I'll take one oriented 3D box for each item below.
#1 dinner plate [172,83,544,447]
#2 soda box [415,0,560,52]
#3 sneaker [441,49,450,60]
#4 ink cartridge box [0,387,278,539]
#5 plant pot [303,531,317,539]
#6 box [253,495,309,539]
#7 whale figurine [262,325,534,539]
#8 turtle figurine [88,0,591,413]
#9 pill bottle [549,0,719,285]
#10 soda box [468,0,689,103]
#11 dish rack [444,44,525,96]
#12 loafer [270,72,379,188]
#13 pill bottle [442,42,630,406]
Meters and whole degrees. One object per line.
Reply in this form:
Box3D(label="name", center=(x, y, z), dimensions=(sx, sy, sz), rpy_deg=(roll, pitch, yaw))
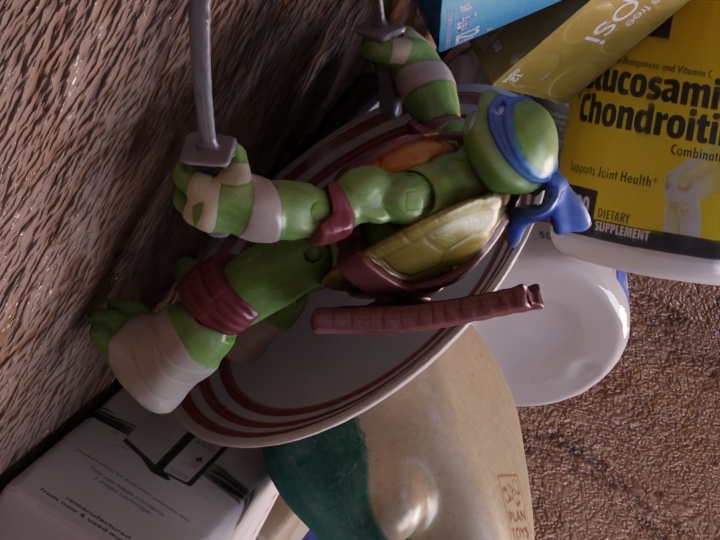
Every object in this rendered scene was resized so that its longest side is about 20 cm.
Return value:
Box3D(label="dinner plate", center=(0.000, 0.000, 0.995), dimensions=(0.199, 0.024, 0.201), rpy_deg=(-28, -145, 22))
Box3D(label="soda box", center=(0.051, -0.153, 0.925), dimensions=(0.067, 0.065, 0.200), rpy_deg=(-22, 171, -3))
Box3D(label="sneaker", center=(0.107, -0.124, 1.479), dimensions=(0.079, 0.089, 0.200), rpy_deg=(-59, 174, 18))
Box3D(label="ink cartridge box", center=(-0.113, 0.137, 1.049), dimensions=(0.147, 0.084, 0.200), rpy_deg=(-61, 174, 21))
Box3D(label="plant pot", center=(-0.041, 0.314, 1.982), dimensions=(0.201, 0.199, 0.180), rpy_deg=(-59, 166, 13))
Box3D(label="box", center=(-0.065, 0.107, 1.249), dimensions=(0.078, 0.095, 0.200), rpy_deg=(-62, 174, 26))
Box3D(label="whale figurine", center=(0.020, 0.111, 1.032), dimensions=(0.103, 0.202, 0.159), rpy_deg=(-20, 171, 19))
Box3D(label="turtle figurine", center=(-0.029, -0.046, 0.894), dimensions=(0.194, 0.199, 0.145), rpy_deg=(-39, -152, 33))
Box3D(label="pill bottle", center=(0.160, -0.099, 1.124), dimensions=(0.112, 0.111, 0.202), rpy_deg=(-23, 122, -79))
Box3D(label="soda box", center=(0.132, -0.161, 1.036), dimensions=(0.200, 0.064, 0.068), rpy_deg=(-39, 154, 27))
Box3D(label="dish rack", center=(0.017, -0.016, 1.190), dimensions=(0.172, 0.043, 0.201), rpy_deg=(-32, -141, 64))
Box3D(label="loafer", center=(-0.036, -0.012, 1.130), dimensions=(0.072, 0.063, 0.201), rpy_deg=(2, 119, -47))
Box3D(label="pill bottle", center=(0.086, -0.036, 1.265), dimensions=(0.201, 0.113, 0.114), rpy_deg=(-87, -163, -45))
